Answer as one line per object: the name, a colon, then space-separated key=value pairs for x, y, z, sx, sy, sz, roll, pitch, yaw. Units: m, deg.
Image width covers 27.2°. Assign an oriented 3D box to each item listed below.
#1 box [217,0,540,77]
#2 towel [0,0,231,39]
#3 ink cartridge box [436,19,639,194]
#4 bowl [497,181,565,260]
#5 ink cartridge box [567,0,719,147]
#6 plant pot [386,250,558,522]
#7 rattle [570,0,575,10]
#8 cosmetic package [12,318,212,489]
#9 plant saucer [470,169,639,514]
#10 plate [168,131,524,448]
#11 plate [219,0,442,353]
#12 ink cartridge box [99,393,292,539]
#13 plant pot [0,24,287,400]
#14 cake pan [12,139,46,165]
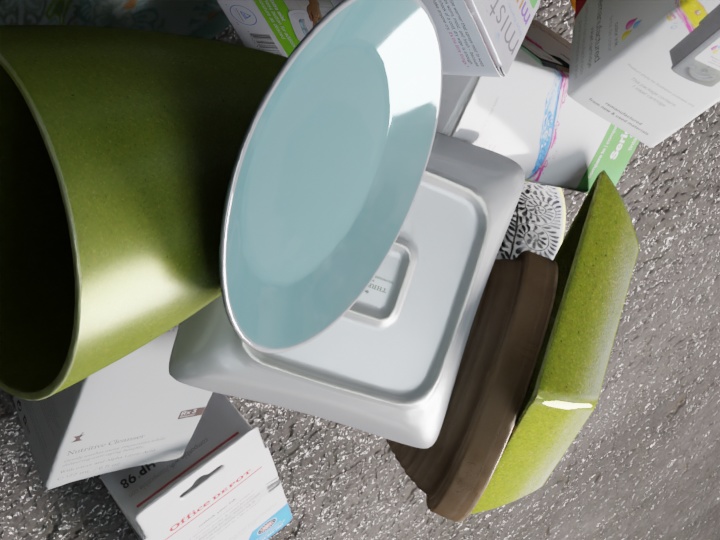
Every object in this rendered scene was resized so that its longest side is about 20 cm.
box: x=-0.012 y=-0.206 z=0.814 sx=0.201 sy=0.174 sz=0.098 roll=56 pitch=49 yaw=-48
towel: x=-0.144 y=-0.189 z=0.878 sx=0.200 sy=0.048 sz=0.172 roll=-41 pitch=142 yaw=-8
ink cartridge box: x=0.093 y=-0.134 z=1.069 sx=0.198 sy=0.145 sz=0.085 roll=7 pitch=118 yaw=-45
bowl: x=0.057 y=-0.021 z=1.175 sx=0.199 sy=0.094 sz=0.203 roll=-25 pitch=136 yaw=-26
ink cartridge box: x=0.230 y=-0.197 z=0.975 sx=0.085 sy=0.149 sz=0.200 roll=26 pitch=143 yaw=-20
plant pot: x=0.065 y=0.072 z=1.079 sx=0.201 sy=0.092 sz=0.203 roll=-160 pitch=-90 yaw=-90
rattle: x=0.255 y=-0.295 z=1.147 sx=0.201 sy=0.129 sz=0.144 roll=-57 pitch=162 yaw=-31
cosmetic package: x=-0.155 y=0.053 z=0.998 sx=0.112 sy=0.082 sz=0.201 roll=-11 pitch=149 yaw=-30
plant saucer: x=0.145 y=0.063 z=1.084 sx=0.201 sy=0.047 sz=0.201 roll=107 pitch=4 yaw=-57
plate: x=0.000 y=0.000 z=0.938 sx=0.197 sy=0.032 sz=0.203 roll=18 pitch=92 yaw=-25
plate: x=-0.019 y=-0.054 z=0.778 sx=0.200 sy=0.025 sz=0.202 roll=-44 pitch=146 yaw=-39
ink cartridge box: x=-0.127 y=0.169 z=1.157 sx=0.115 sy=0.067 sz=0.201 roll=-35 pitch=154 yaw=-14
plant pot: x=-0.113 y=-0.050 z=0.801 sx=0.198 sy=0.187 sz=0.189 roll=-18 pitch=134 yaw=-37
cake pan: x=-0.169 y=-0.046 z=0.946 sx=0.198 sy=0.037 sz=0.201 roll=-24 pitch=153 yaw=-13
